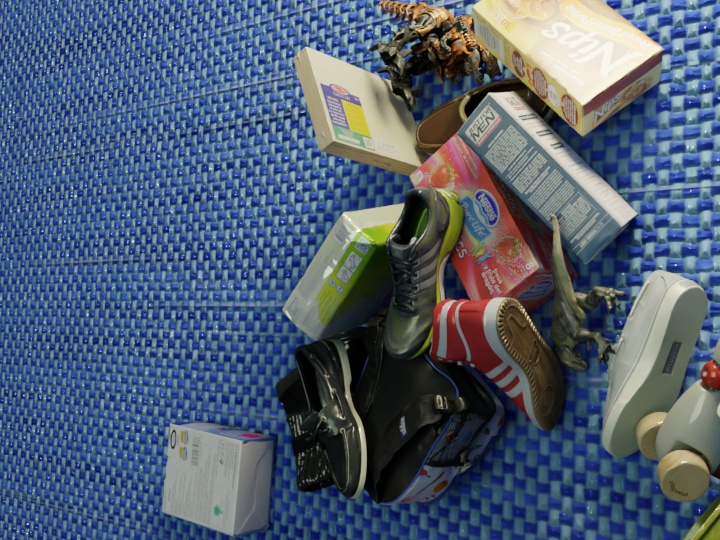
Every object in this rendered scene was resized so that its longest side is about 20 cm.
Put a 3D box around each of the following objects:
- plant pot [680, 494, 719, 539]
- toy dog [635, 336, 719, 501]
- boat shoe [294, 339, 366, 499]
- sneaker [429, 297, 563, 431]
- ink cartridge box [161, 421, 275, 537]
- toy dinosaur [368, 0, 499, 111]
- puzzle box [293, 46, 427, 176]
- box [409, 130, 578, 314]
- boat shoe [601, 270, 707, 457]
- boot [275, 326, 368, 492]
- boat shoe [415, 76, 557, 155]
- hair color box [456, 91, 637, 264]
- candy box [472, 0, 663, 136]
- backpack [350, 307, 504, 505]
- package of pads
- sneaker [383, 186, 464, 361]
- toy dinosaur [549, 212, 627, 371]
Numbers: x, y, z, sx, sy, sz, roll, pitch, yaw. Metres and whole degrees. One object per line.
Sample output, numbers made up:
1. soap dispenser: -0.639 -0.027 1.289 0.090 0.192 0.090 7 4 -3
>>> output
1. plant pot: 0.360 0.326 0.854 0.193 0.199 0.202 42 112 22
2. toy dog: 0.356 0.143 0.920 0.201 0.095 0.134 120 165 -45
3. boat shoe: -0.041 0.171 1.113 0.075 0.065 0.203 -48 43 50
4. sneaker: 0.149 0.101 1.049 0.111 0.201 0.072 3 48 39
5. ink cartridge box: -0.224 0.302 1.410 0.197 0.076 0.140 3 87 39
6. toy dinosaur: 0.090 -0.287 1.211 0.135 0.103 0.200 -41 36 -6
7. puzzle box: 0.005 -0.195 1.191 0.025 0.198 0.135 -30 66 34
8. box: 0.155 -0.053 1.112 0.094 0.102 0.203 -40 60 29
9. boat shoe: 0.299 0.097 1.003 0.071 0.069 0.204 43 118 58
10. boot: -0.028 0.186 1.252 0.211 0.078 0.160 -45 52 40
11. boat shoe: 0.140 -0.194 1.156 0.200 0.074 0.076 -16 75 38
12. hair color box: 0.205 -0.106 1.036 0.200 0.100 0.061 48 116 11
13. candy box: 0.229 -0.256 1.066 0.114 0.056 0.201 -34 59 -8
14. backpack: 0.064 0.179 1.130 0.192 0.152 0.201 -57 38 16
15. package of pads: 0.000 0.000 1.173 0.068 0.199 0.156 40 111 17
16. sneaker: 0.055 -0.001 1.060 0.073 0.080 0.204 6 83 38
17. toy dinosaur: 0.233 0.044 0.998 0.088 0.047 0.203 28 138 46
